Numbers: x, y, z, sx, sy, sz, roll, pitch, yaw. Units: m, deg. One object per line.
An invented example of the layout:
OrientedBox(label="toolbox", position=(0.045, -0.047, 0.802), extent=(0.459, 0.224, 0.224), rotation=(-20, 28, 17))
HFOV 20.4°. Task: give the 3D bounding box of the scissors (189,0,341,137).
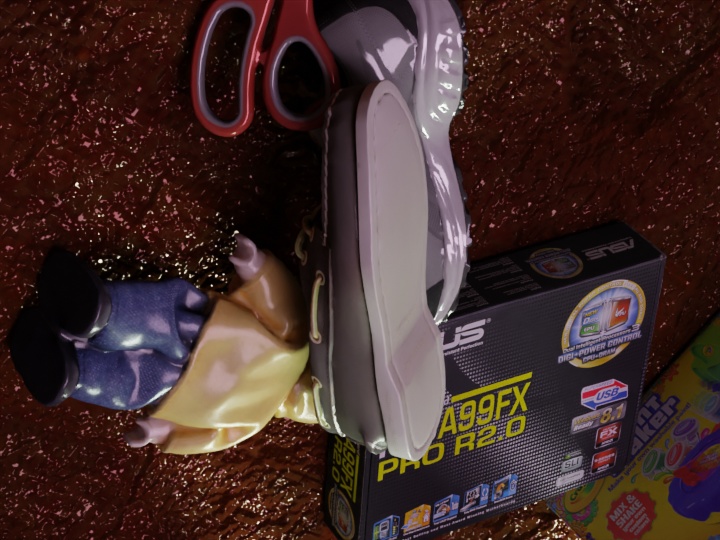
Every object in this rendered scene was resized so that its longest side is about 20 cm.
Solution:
OrientedBox(label="scissors", position=(-0.035, -0.158, 0.925), extent=(0.073, 0.014, 0.202), rotation=(9, 103, 4))

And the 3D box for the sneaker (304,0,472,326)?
OrientedBox(label="sneaker", position=(0.010, -0.054, 1.009), extent=(0.079, 0.074, 0.201), rotation=(-15, 123, -15))

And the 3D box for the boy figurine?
OrientedBox(label="boy figurine", position=(-0.072, 0.038, 1.013), extent=(0.199, 0.064, 0.125), rotation=(9, 114, -41))

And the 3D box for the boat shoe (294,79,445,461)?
OrientedBox(label="boat shoe", position=(-0.001, 0.002, 0.965), extent=(0.072, 0.060, 0.203), rotation=(-50, 141, -49))

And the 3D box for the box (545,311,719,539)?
OrientedBox(label="box", position=(0.261, 0.147, 1.297), extent=(0.200, 0.122, 0.192), rotation=(-47, 135, 2))

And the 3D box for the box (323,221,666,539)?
OrientedBox(label="box", position=(0.076, 0.070, 1.159), extent=(0.199, 0.044, 0.161), rotation=(-15, 129, -27))
